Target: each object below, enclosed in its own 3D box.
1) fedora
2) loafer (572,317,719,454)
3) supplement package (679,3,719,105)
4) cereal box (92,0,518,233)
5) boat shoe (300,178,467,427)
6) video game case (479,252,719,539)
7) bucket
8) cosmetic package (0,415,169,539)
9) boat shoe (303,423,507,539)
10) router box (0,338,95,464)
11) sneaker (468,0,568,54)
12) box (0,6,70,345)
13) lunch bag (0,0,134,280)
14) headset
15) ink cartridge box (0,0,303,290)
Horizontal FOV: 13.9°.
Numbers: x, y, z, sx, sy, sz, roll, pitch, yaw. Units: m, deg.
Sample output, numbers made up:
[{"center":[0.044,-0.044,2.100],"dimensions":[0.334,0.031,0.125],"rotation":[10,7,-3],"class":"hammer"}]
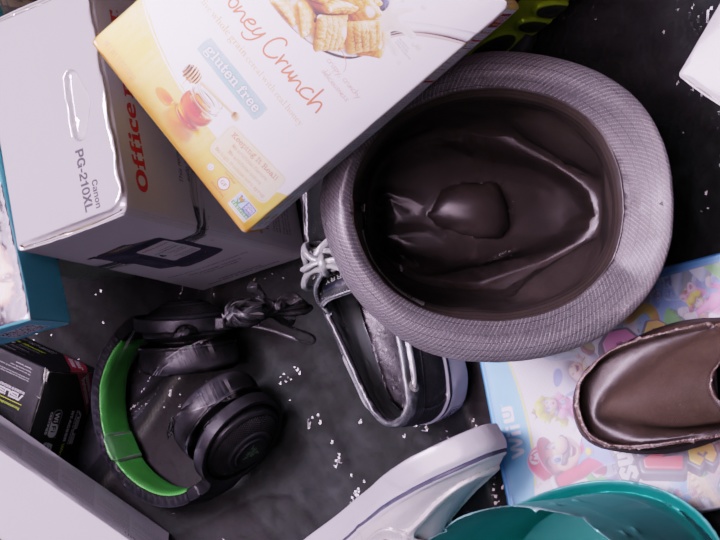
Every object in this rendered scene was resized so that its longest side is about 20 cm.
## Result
[{"center":[0.079,-0.036,1.715],"dimensions":[0.200,0.090,0.177],"rotation":[-8,89,2],"class":"fedora"},{"center":[0.201,0.055,1.649],"dimensions":[0.200,0.071,0.073],"rotation":[-17,80,29],"class":"loafer"},{"center":[0.288,-0.155,1.599],"dimensions":[0.120,0.121,0.200],"rotation":[36,105,27],"class":"supplement package"},{"center":[-0.031,-0.138,1.658],"dimensions":[0.200,0.040,0.144],"rotation":[-41,83,14],"class":"cereal box"},{"center":[-0.002,0.001,1.783],"dimensions":[0.074,0.068,0.199],"rotation":[-21,83,36],"class":"boat shoe"},{"center":[0.167,0.074,1.720],"dimensions":[0.200,0.018,0.143],"rotation":[-16,81,29],"class":"video game case"},{"center":[0.123,0.217,1.661],"dimensions":[0.207,0.135,0.207],"rotation":[3,96,27],"class":"bucket"},{"center":[-0.213,0.137,1.842],"dimensions":[0.200,0.083,0.051],"rotation":[36,95,-9],"class":"cosmetic package"},{"center":[0.021,0.164,1.772],"dimensions":[0.200,0.072,0.066],"rotation":[-38,74,26],"class":"boat shoe"},{"center":[-0.282,0.102,1.956],"dimensions":[0.200,0.062,0.150],"rotation":[23,98,29],"class":"router box"},{"center":[0.046,-0.156,1.780],"dimensions":[0.200,0.074,0.084],"rotation":[-30,53,25],"class":"sneaker"},{"center":[-0.238,-0.054,1.755],"dimensions":[0.082,0.049,0.200],"rotation":[-17,80,22],"class":"box"},{"center":[-0.208,-0.080,1.861],"dimensions":[0.118,0.164,0.200],"rotation":[-30,74,25],"class":"lunch bag"},{"center":[-0.104,0.070,1.835],"dimensions":[0.200,0.094,0.124],"rotation":[-38,70,36],"class":"headset"},{"center":[-0.129,-0.077,1.787],"dimensions":[0.084,0.200,0.145],"rotation":[-19,74,27],"class":"ink cartridge box"}]
